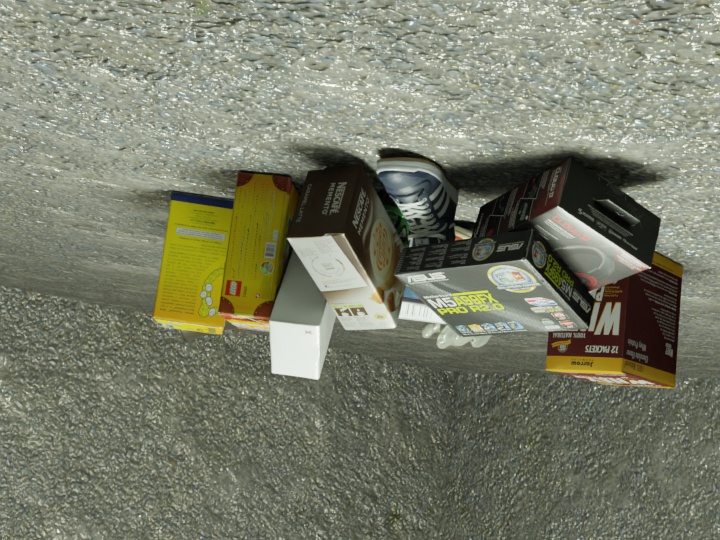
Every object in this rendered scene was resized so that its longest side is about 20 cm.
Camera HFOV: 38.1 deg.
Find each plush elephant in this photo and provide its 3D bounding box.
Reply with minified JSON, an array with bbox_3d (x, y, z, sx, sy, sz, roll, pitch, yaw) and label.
[{"bbox_3d":[0.165,0.068,1.884,0.199,0.156,0.164,5,172,44],"label":"plush elephant"}]

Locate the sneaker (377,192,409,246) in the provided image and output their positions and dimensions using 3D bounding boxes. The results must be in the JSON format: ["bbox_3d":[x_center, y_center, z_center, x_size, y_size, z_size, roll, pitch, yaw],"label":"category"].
[{"bbox_3d":[-0.001,-0.059,1.514,0.078,0.086,0.199,13,169,-32],"label":"sneaker"}]

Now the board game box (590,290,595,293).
[{"bbox_3d":[0.275,-0.011,1.463,0.199,0.062,0.200,-30,152,8],"label":"board game box"}]

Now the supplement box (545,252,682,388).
[{"bbox_3d":[0.404,0.073,1.652,0.132,0.202,0.197,-2,167,40],"label":"supplement box"}]

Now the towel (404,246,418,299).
[{"bbox_3d":[0.012,-0.016,1.643,0.199,0.112,0.048,9,-148,35],"label":"towel"}]

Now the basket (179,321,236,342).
[{"bbox_3d":[-0.218,0.033,1.834,0.198,0.137,0.181,-10,-148,1],"label":"basket"}]

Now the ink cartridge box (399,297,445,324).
[{"bbox_3d":[0.150,0.016,1.738,0.195,0.201,0.044,6,127,-1],"label":"ink cartridge box"}]

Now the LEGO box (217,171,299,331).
[{"bbox_3d":[-0.138,-0.022,1.481,0.076,0.202,0.149,6,170,5],"label":"LEGO box"}]

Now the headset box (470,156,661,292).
[{"bbox_3d":[0.249,-0.045,1.256,0.148,0.075,0.200,30,151,-20],"label":"headset box"}]

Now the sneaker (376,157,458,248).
[{"bbox_3d":[0.074,-0.070,1.320,0.070,0.109,0.200,2,169,25],"label":"sneaker"}]

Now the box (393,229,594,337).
[{"bbox_3d":[0.166,0.021,1.300,0.199,0.045,0.160,-7,143,41],"label":"box"}]

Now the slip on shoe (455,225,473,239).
[{"bbox_3d":[0.104,-0.038,1.636,0.199,0.062,0.074,-4,164,42],"label":"slip on shoe"}]

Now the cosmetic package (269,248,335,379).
[{"bbox_3d":[-0.072,0.044,1.459,0.071,0.201,0.102,7,129,6],"label":"cosmetic package"}]

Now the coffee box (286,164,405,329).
[{"bbox_3d":[-0.010,-0.026,1.357,0.079,0.115,0.200,-3,143,24],"label":"coffee box"}]

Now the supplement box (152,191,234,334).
[{"bbox_3d":[-0.256,-0.009,1.643,0.109,0.202,0.109,8,171,-6],"label":"supplement box"}]
